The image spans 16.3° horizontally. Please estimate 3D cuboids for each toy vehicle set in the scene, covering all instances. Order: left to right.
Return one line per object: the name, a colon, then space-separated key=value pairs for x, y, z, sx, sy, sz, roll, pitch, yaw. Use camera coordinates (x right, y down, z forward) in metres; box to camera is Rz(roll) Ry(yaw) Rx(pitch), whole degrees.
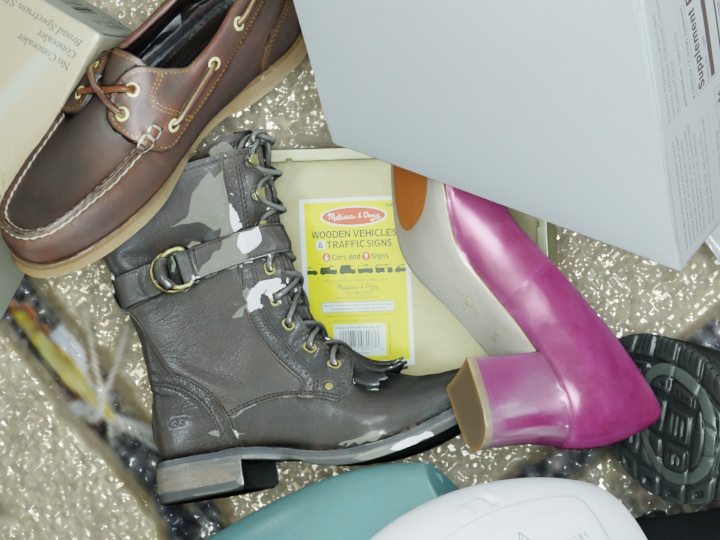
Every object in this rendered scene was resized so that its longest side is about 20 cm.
toy vehicle set: x=0.000 y=0.000 z=1.269 sx=0.199 sy=0.027 sz=0.125 roll=-1 pitch=93 yaw=14

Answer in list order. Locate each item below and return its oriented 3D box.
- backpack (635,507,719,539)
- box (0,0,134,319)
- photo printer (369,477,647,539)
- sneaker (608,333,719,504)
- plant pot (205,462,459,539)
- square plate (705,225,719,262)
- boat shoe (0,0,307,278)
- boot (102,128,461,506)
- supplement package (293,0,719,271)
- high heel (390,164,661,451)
backpack: x=0.187 y=0.223 z=1.180 sx=0.162 sy=0.154 sz=0.201 roll=-2 pitch=110 yaw=-26
box: x=-0.201 y=-0.055 z=1.288 sx=0.095 sy=0.078 sz=0.201 roll=30 pitch=100 yaw=10
photo printer: x=0.082 y=0.183 z=1.060 sx=0.069 sy=0.166 sz=0.200 roll=-46 pitch=68 yaw=41
sneaker: x=0.201 y=0.082 z=1.197 sx=0.200 sy=0.091 sz=0.076 roll=24 pitch=107 yaw=38
plant pot: x=0.005 y=0.187 z=1.201 sx=0.161 sy=0.201 sz=0.201 roll=-38 pitch=85 yaw=5
square plate: x=0.235 y=-0.085 z=1.205 sx=0.200 sy=0.028 sz=0.198 roll=-38 pitch=84 yaw=13
boat shoe: x=-0.106 y=-0.085 z=1.221 sx=0.070 sy=0.070 sz=0.200 roll=27 pitch=64 yaw=31
boot: x=-0.037 y=0.015 z=1.234 sx=0.199 sy=0.069 sz=0.175 roll=-13 pitch=82 yaw=7
supplement package: x=0.079 y=-0.117 z=1.109 sx=0.199 sy=0.111 sz=0.156 roll=23 pitch=144 yaw=34
high heel: x=0.077 y=-0.008 z=1.206 sx=0.096 sy=0.067 sz=0.201 roll=-4 pitch=60 yaw=-22
